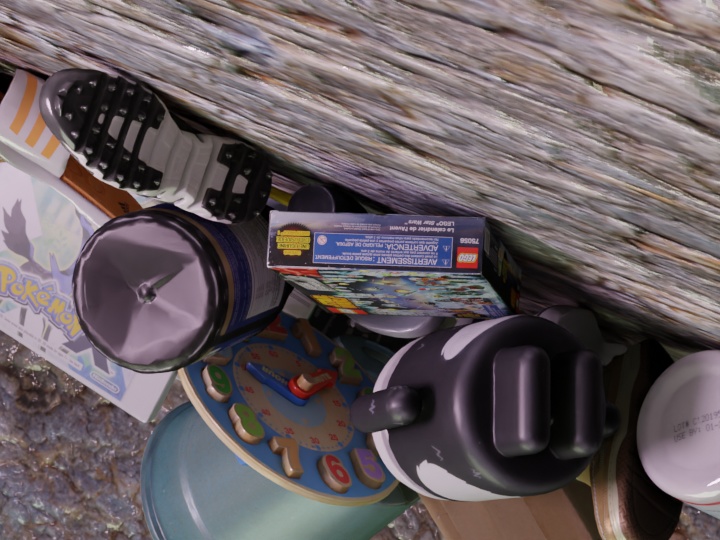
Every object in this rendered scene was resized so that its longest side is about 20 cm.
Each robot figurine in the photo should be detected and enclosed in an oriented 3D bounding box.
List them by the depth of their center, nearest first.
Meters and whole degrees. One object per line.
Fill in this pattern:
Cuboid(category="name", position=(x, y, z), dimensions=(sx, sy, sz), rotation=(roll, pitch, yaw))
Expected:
Cuboid(category="robot figurine", position=(0.088, 0.098, 1.623), dimensions=(0.150, 0.125, 0.200), rotation=(45, 155, -16))

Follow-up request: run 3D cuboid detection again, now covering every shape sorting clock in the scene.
Cuboid(category="shape sorting clock", position=(-0.049, 0.094, 1.752), dimensions=(0.200, 0.039, 0.200), rotation=(28, -153, -15))

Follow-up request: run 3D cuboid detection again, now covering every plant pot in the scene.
Cuboid(category="plant pot", position=(-0.046, 0.156, 1.935), dimensions=(0.200, 0.200, 0.196), rotation=(25, 141, -25))

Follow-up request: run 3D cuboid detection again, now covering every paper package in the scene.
Cuboid(category="paper package", position=(0.116, 0.146, 1.826), dimensions=(0.191, 0.103, 0.200), rotation=(59, -163, -2))

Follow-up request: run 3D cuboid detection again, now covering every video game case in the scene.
Cuboid(category="video game case", position=(-0.206, -0.007, 1.818), dimensions=(0.200, 0.182, 0.022), rotation=(32, -157, 8))

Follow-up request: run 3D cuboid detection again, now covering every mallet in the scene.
Cuboid(category="mallet", position=(-0.079, -0.062, 1.662), dimensions=(0.200, 0.041, 0.066), rotation=(25, 180, 35))

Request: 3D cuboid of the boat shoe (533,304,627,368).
Cuboid(category="boat shoe", position=(0.145, 0.059, 1.768), dimensions=(0.066, 0.072, 0.200), rotation=(18, -179, 22))

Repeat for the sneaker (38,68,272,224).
Cuboid(category="sneaker", position=(-0.150, -0.082, 1.544), dimensions=(0.090, 0.067, 0.200), rotation=(15, 174, 40))

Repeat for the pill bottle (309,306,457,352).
Cuboid(category="pill bottle", position=(-0.013, 0.044, 2.024), dimensions=(0.200, 0.113, 0.113), rotation=(26, 174, -38))

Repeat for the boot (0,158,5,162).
Cuboid(category="boot", position=(-0.299, -0.095, 1.686), dimensions=(0.200, 0.073, 0.155), rotation=(34, -159, -45))

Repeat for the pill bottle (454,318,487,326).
Cuboid(category="pill bottle", position=(0.163, 0.111, 1.972), dimensions=(0.200, 0.112, 0.112), rotation=(22, 175, 9))

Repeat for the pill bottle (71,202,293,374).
Cuboid(category="pill bottle", position=(-0.113, 0.003, 1.665), dimensions=(0.112, 0.112, 0.200), rotation=(21, -167, 14))

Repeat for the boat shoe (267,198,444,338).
Cuboid(category="boat shoe", position=(-0.003, 0.004, 1.777), dimensions=(0.202, 0.075, 0.086), rotation=(23, 176, 35))

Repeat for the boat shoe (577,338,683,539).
Cuboid(category="boat shoe", position=(0.184, 0.136, 1.683), dimensions=(0.076, 0.200, 0.072), rotation=(-26, 116, 28))

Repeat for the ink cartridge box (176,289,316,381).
Cuboid(category="ink cartridge box", position=(-0.095, 0.028, 1.930), dimensions=(0.050, 0.161, 0.200), rotation=(32, 172, -18))

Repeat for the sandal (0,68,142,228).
Cuboid(category="sandal", position=(-0.212, -0.097, 1.689), dimensions=(0.207, 0.059, 0.079), rotation=(38, -160, -32))

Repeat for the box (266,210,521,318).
Cuboid(category="box", position=(0.026, -0.001, 1.553), dimensions=(0.137, 0.040, 0.200), rotation=(2, 171, 11))

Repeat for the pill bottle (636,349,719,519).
Cuboid(category="pill bottle", position=(0.289, 0.133, 1.661), dimensions=(0.109, 0.109, 0.200), rotation=(18, 172, 45))
